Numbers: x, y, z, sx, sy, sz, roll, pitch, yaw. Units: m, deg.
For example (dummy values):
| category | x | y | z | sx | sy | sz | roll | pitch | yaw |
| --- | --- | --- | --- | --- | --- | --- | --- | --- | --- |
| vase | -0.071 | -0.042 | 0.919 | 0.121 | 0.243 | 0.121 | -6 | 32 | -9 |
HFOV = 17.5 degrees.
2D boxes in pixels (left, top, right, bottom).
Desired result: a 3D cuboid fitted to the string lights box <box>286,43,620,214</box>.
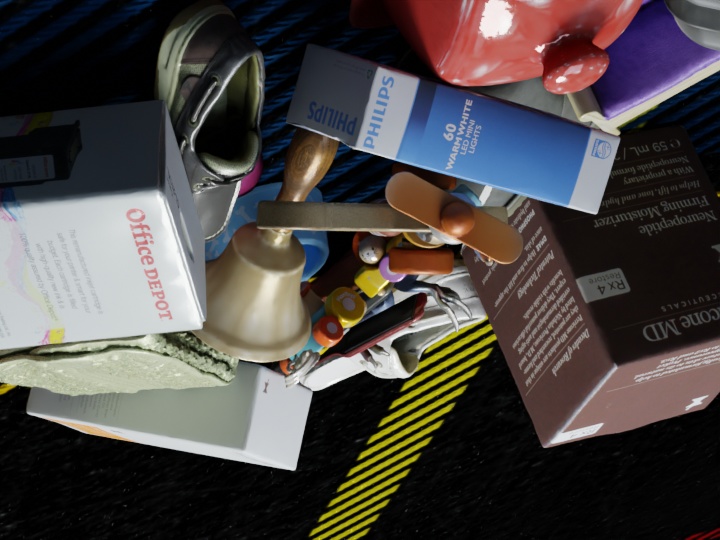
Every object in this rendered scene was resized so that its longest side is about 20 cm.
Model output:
| category | x | y | z | sx | sy | sz | roll | pitch | yaw |
| --- | --- | --- | --- | --- | --- | --- | --- | --- | --- |
| string lights box | 0.063 | -0.094 | 1.578 | 0.200 | 0.103 | 0.059 | 14 | 97 | -32 |

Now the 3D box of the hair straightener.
| category | x | y | z | sx | sy | sz | roll | pitch | yaw |
| --- | --- | --- | --- | --- | --- | --- | --- | --- | --- |
| hair straightener | -0.043 | 0.044 | 1.902 | 0.200 | 0.041 | 0.077 | -27 | 120 | 35 |

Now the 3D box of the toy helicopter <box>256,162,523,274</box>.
| category | x | y | z | sx | sy | sz | roll | pitch | yaw |
| --- | --- | --- | --- | --- | --- | --- | --- | --- | --- |
| toy helicopter | 0.020 | -0.034 | 1.595 | 0.200 | 0.079 | 0.132 | 0 | -175 | -39 |

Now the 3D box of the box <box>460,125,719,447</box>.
| category | x | y | z | sx | sy | sz | roll | pitch | yaw |
| --- | --- | --- | --- | --- | --- | --- | --- | --- | --- |
| box | 0.212 | 0.013 | 1.953 | 0.166 | 0.200 | 0.164 | -13 | 156 | -25 |

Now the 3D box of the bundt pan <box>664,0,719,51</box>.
| category | x | y | z | sx | sy | sz | roll | pitch | yaw |
| --- | --- | --- | --- | --- | --- | --- | --- | --- | --- |
| bundt pan | 0.239 | -0.228 | 1.476 | 0.076 | 0.202 | 0.202 | 6 | 166 | 21 |

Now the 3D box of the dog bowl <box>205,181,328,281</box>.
| category | x | y | z | sx | sy | sz | roll | pitch | yaw |
| --- | --- | --- | --- | --- | --- | --- | --- | --- | --- |
| dog bowl | -0.102 | 0.003 | 1.843 | 0.111 | 0.050 | 0.200 | 2 | 148 | -45 |

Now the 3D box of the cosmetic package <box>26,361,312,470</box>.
| category | x | y | z | sx | sy | sz | roll | pitch | yaw |
| --- | --- | --- | --- | --- | --- | --- | --- | --- | --- |
| cosmetic package | -0.152 | 0.104 | 1.866 | 0.200 | 0.071 | 0.101 | 8 | 170 | 25 |

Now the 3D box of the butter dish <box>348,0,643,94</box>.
| category | x | y | z | sx | sy | sz | roll | pitch | yaw |
| --- | --- | --- | --- | --- | --- | --- | --- | --- | --- |
| butter dish | 0.113 | -0.181 | 1.495 | 0.199 | 0.148 | 0.200 | -13 | 156 | -19 |

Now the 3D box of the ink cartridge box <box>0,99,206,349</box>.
| category | x | y | z | sx | sy | sz | roll | pitch | yaw |
| --- | --- | --- | --- | --- | --- | --- | --- | --- | --- |
| ink cartridge box | -0.209 | -0.025 | 1.522 | 0.200 | 0.083 | 0.146 | -6 | 140 | 5 |

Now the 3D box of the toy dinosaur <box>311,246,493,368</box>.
| category | x | y | z | sx | sy | sz | roll | pitch | yaw |
| --- | --- | --- | --- | --- | --- | --- | --- | --- | --- |
| toy dinosaur | 0.030 | 0.001 | 1.892 | 0.200 | 0.105 | 0.182 | -6 | 149 | -27 |

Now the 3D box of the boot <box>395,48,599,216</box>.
| category | x | y | z | sx | sy | sz | roll | pitch | yaw |
| --- | --- | --- | --- | --- | --- | --- | --- | --- | --- |
| boot | 0.079 | -0.104 | 1.738 | 0.182 | 0.073 | 0.200 | -45 | 157 | 19 |

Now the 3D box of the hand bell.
| category | x | y | z | sx | sy | sz | roll | pitch | yaw |
| --- | --- | --- | --- | --- | --- | --- | --- | --- | --- |
| hand bell | -0.053 | -0.040 | 1.655 | 0.104 | 0.104 | 0.200 | -6 | 138 | -33 |

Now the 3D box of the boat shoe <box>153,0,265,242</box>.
| category | x | y | z | sx | sy | sz | roll | pitch | yaw |
| --- | --- | --- | --- | --- | --- | --- | --- | --- | --- |
| boat shoe | -0.099 | -0.086 | 1.552 | 0.072 | 0.066 | 0.201 | -25 | 143 | -30 |

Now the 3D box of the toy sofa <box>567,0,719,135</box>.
| category | x | y | z | sx | sy | sz | roll | pitch | yaw |
| --- | --- | --- | --- | --- | --- | --- | --- | --- | --- |
| toy sofa | 0.232 | -0.184 | 1.680 | 0.200 | 0.083 | 0.098 | -28 | 158 | 16 |

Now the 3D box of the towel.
| category | x | y | z | sx | sy | sz | roll | pitch | yaw |
| --- | --- | --- | --- | --- | --- | --- | --- | --- | --- |
| towel | -0.184 | 0.066 | 1.716 | 0.148 | 0.037 | 0.200 | -7 | 171 | 16 |

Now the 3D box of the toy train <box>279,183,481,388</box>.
| category | x | y | z | sx | sy | sz | roll | pitch | yaw |
| --- | --- | --- | --- | --- | --- | --- | --- | --- | --- |
| toy train | 0.000 | 0.000 | 1.768 | 0.200 | 0.056 | 0.150 | -43 | 180 | 0 |

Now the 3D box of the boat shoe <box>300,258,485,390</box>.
| category | x | y | z | sx | sy | sz | roll | pitch | yaw |
| --- | --- | --- | --- | --- | --- | --- | --- | --- | --- |
| boat shoe | 0.024 | 0.064 | 2.068 | 0.200 | 0.069 | 0.071 | -33 | 157 | 27 |

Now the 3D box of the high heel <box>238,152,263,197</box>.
| category | x | y | z | sx | sy | sz | roll | pitch | yaw |
| --- | --- | --- | --- | --- | --- | --- | --- | --- | --- |
| high heel | -0.161 | -0.050 | 1.649 | 0.200 | 0.067 | 0.096 | -30 | 150 | -16 |
